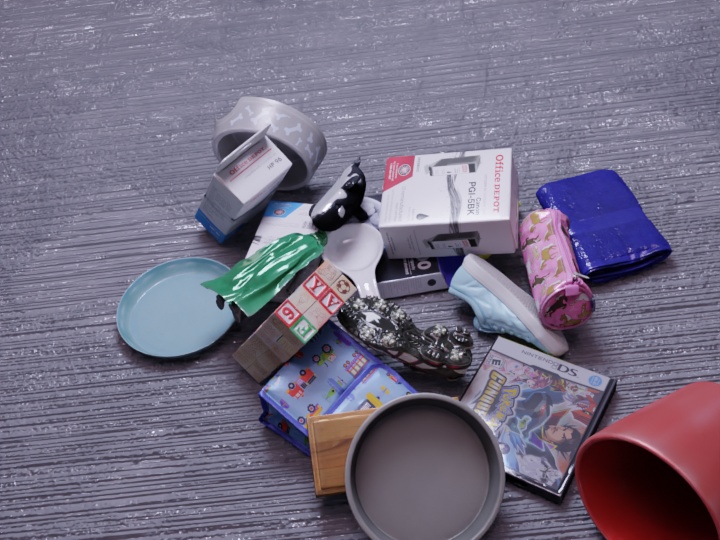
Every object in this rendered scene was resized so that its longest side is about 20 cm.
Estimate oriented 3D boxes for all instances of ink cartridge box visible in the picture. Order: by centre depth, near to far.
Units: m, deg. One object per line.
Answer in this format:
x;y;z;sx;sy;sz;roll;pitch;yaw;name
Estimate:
0.137;-0.102;1.458;0.198;0.083;0.148;-3;53;14;ink cartridge box
-0.113;-0.014;1.505;0.115;0.068;0.201;6;48;14;ink cartridge box
0.070;-0.046;1.526;0.198;0.044;0.199;-8;47;-1;ink cartridge box
-0.184;-0.136;1.529;0.068;0.200;0.116;45;61;1;ink cartridge box

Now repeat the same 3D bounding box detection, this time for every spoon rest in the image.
0.000;0.000;1.428;0.098;0.061;0.201;-16;51;-6;spoon rest

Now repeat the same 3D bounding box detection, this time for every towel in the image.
0.375;-0.070;1.502;0.146;0.050;0.201;-13;49;-8;towel

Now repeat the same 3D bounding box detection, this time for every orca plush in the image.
-0.021;-0.102;1.501;0.105;0.071;0.200;-37;13;15;orca plush

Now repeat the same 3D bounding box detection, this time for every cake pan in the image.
0.078;0.253;1.187;0.198;0.037;0.202;1;81;-5;cake pan

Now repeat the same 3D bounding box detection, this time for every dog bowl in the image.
-0.157;-0.206;1.610;0.198;0.200;0.059;8;63;15;dog bowl

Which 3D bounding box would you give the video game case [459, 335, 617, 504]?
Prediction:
0.224;0.194;1.292;0.180;0.026;0.200;20;53;24;video game case

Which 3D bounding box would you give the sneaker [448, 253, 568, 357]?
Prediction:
0.211;0.068;1.396;0.200;0.082;0.074;45;23;22;sneaker

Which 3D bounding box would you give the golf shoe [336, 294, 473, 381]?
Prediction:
0.057;0.103;1.336;0.199;0.088;0.078;21;55;10;golf shoe

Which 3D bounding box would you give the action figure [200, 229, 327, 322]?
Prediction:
-0.122;-0.002;1.410;0.199;0.055;0.118;-36;48;-27;action figure

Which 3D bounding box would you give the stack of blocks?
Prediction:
-0.095;0.074;1.334;0.059;0.200;0.115;45;58;-2;stack of blocks

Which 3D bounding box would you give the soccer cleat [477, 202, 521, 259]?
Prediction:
0.217;-0.099;1.539;0.083;0.065;0.201;8;50;4;soccer cleat

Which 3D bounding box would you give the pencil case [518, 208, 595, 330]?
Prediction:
0.280;-0.006;1.384;0.086;0.083;0.201;-30;33;19;pencil case

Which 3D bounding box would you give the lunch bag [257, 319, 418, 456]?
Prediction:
-0.017;0.192;1.304;0.199;0.094;0.151;34;61;17;lunch bag

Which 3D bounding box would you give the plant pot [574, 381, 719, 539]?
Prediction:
0.384;0.234;1.131;0.177;0.202;0.200;-31;50;-31;plant pot

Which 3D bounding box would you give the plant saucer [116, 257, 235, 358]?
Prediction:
-0.278;0.061;1.489;0.198;0.028;0.201;-5;47;5;plant saucer

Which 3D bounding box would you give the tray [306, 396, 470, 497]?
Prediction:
0.035;0.226;1.230;0.198;0.037;0.100;-7;73;-5;tray
